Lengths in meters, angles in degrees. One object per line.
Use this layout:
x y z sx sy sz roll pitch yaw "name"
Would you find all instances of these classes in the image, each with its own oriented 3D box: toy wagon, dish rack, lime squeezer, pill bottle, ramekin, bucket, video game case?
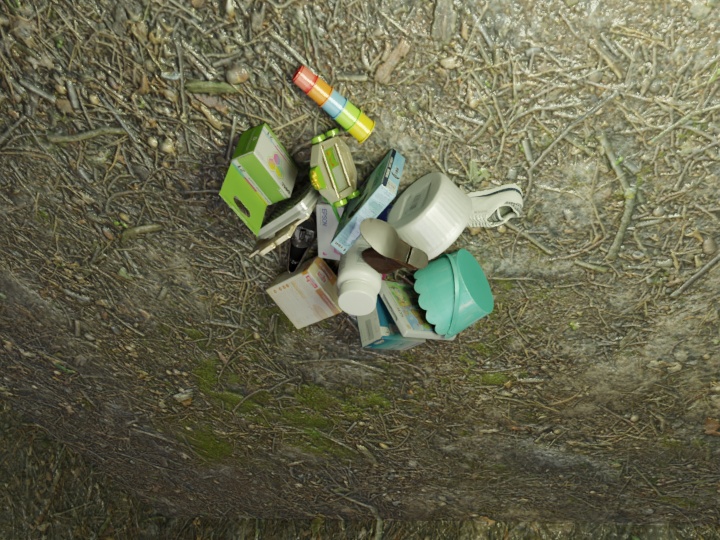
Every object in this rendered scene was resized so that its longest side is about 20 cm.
-0.066 -0.219 1.405 0.039 0.200 0.159 -12 105 30 "toy wagon"
-0.159 -0.148 1.532 0.197 0.173 0.044 -26 111 36 "dish rack"
-0.076 -0.193 1.483 0.037 0.071 0.205 -17 114 -7 "lime squeezer"
0.000 0.000 1.584 0.109 0.204 0.115 5 141 4 "pill bottle"
0.152 -0.128 1.472 0.198 0.204 0.097 -29 121 37 "ramekin"
0.243 0.054 1.659 0.133 0.211 0.207 -29 127 28 "bucket"
0.145 0.105 1.701 0.196 0.184 0.022 10 129 -42 "video game case"

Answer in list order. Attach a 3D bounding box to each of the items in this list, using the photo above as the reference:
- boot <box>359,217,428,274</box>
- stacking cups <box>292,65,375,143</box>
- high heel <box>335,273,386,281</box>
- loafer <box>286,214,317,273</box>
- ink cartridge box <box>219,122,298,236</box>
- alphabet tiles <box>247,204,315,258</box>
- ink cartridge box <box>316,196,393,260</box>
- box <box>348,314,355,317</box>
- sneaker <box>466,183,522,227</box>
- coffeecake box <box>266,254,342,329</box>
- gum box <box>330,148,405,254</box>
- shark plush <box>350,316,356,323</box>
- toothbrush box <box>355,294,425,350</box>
0.038 -0.048 1.443 0.184 0.065 0.199 34 167 -20 "boot"
-0.058 -0.358 1.367 0.198 0.062 0.060 37 134 -21 "stacking cups"
-0.003 0.011 1.754 0.094 0.069 0.199 18 159 -25 "high heel"
-0.159 -0.069 1.709 0.070 0.064 0.202 17 140 -6 "loafer"
-0.226 -0.205 1.460 0.074 0.204 0.149 -14 135 27 "ink cartridge box"
-0.188 -0.099 1.569 0.193 0.201 0.015 -33 107 19 "alphabet tiles"
-0.017 -0.099 1.662 0.193 0.044 0.199 8 139 6 "ink cartridge box"
0.036 0.120 1.841 0.038 0.042 0.198 -31 151 28 "box"
0.289 -0.137 1.517 0.196 0.082 0.076 -20 134 33 "sneaker"
-0.147 0.064 1.809 0.197 0.074 0.155 -22 113 42 "coffeecake box"
0.018 -0.157 1.456 0.044 0.172 0.200 34 125 -14 "gum box"
-0.055 0.090 1.873 0.196 0.093 0.083 25 169 -23 "shark plush"
0.080 0.134 1.769 0.084 0.151 0.197 -26 157 37 "toothbrush box"
